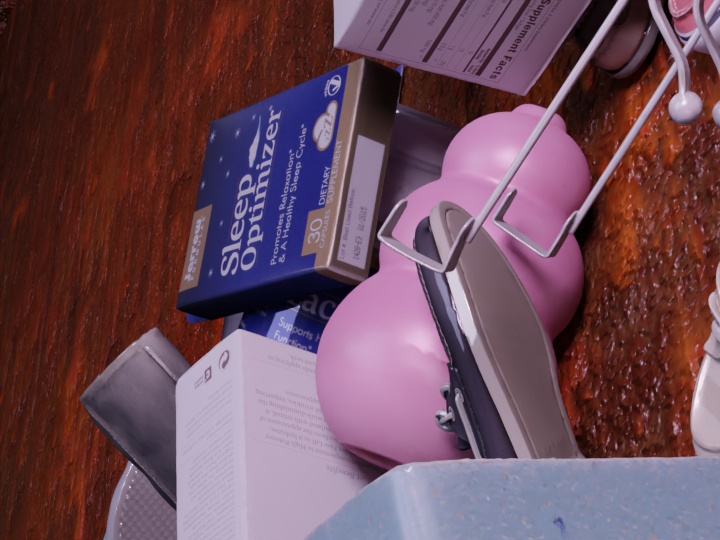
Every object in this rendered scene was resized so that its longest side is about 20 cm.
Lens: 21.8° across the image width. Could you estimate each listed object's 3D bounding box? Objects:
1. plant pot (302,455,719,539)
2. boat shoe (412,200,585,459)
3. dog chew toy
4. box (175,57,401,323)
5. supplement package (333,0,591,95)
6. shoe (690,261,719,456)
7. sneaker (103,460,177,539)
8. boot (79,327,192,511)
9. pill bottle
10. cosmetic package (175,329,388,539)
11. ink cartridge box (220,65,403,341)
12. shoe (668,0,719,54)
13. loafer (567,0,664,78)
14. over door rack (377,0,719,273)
[{"bbox_3d":[0.072,0.194,0.658,0.196,0.196,0.200,-45,49,51],"label":"plant pot"},{"bbox_3d":[0.057,0.067,0.849,0.063,0.073,0.200,-27,77,27],"label":"boat shoe"},{"bbox_3d":[0.057,0.009,0.955,0.200,0.124,0.125,-68,19,-11],"label":"dog chew toy"},{"bbox_3d":[-0.053,-0.039,1.069,0.200,0.032,0.121,-16,60,56],"label":"box"},{"bbox_3d":[0.062,-0.222,0.956,0.156,0.111,0.200,123,153,-49],"label":"supplement package"},{"bbox_3d":[0.169,-0.012,0.758,0.200,0.053,0.070,-71,20,2],"label":"shoe"},{"bbox_3d":[-0.175,0.209,1.460,0.082,0.074,0.200,11,83,67],"label":"sneaker"},{"bbox_3d":[-0.089,0.142,1.094,0.073,0.200,0.182,-51,0,-41],"label":"boot"},{"bbox_3d":[0.000,0.000,1.108,0.200,0.116,0.116,-70,20,7],"label":"pill bottle"},{"bbox_3d":[-0.037,0.140,0.961,0.074,0.102,0.200,-41,40,41],"label":"cosmetic package"},{"bbox_3d":[-0.042,-0.032,1.355,0.200,0.047,0.198,138,145,-59],"label":"ink cartridge box"},{"bbox_3d":[0.170,-0.206,0.866,0.200,0.091,0.071,-67,20,14],"label":"shoe"},{"bbox_3d":[0.119,-0.185,1.026,0.072,0.063,0.200,-53,27,41],"label":"loafer"},{"bbox_3d":[0.119,-0.066,0.792,0.200,0.067,0.148,-46,-16,20],"label":"over door rack"}]
